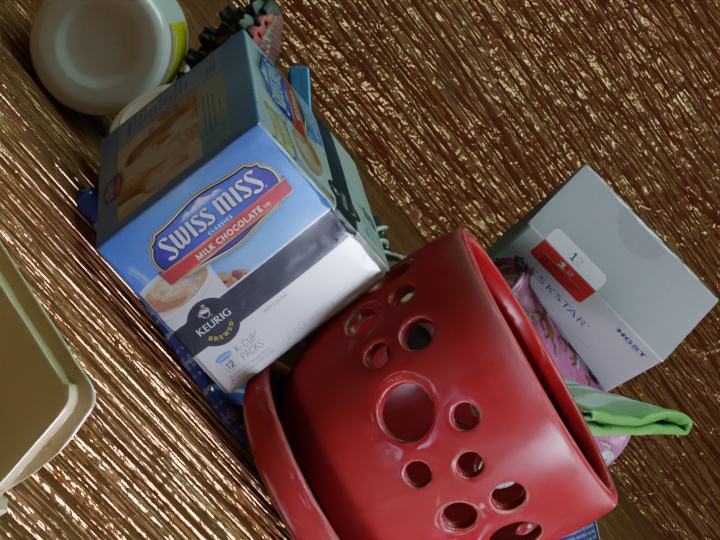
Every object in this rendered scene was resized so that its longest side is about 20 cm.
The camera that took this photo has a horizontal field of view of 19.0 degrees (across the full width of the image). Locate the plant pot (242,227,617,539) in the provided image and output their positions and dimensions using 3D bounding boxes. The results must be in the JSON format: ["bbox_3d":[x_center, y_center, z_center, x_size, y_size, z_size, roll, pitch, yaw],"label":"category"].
[{"bbox_3d":[0.038,0.101,1.343,0.201,0.182,0.201,57,10,-16],"label":"plant pot"}]

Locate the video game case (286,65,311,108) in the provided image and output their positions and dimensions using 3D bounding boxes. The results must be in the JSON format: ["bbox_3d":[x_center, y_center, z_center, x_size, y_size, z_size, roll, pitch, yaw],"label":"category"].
[{"bbox_3d":[-0.054,-0.052,1.691,0.200,0.018,0.144,107,-19,-67],"label":"video game case"}]

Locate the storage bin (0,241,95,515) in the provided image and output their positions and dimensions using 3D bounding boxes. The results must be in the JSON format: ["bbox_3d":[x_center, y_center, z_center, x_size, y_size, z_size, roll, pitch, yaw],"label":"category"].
[{"bbox_3d":[-0.193,-0.010,0.667,0.199,0.094,0.200,55,6,14],"label":"storage bin"}]

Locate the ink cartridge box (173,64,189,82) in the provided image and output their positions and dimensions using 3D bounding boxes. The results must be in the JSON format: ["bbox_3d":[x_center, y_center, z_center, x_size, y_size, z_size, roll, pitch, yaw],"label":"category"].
[{"bbox_3d":[-0.132,-0.087,1.724,0.116,0.067,0.200,52,6,-13],"label":"ink cartridge box"}]

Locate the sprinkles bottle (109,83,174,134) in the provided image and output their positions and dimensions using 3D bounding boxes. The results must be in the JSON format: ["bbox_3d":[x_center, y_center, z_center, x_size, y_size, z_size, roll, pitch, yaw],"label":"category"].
[{"bbox_3d":[-0.104,-0.038,1.542,0.200,0.068,0.068,58,2,-32],"label":"sprinkles bottle"}]

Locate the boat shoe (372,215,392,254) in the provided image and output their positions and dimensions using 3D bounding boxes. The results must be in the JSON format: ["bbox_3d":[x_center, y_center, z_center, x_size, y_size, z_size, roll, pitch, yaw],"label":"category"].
[{"bbox_3d":[0.000,0.000,1.625,0.200,0.074,0.093,171,-79,-70],"label":"boat shoe"}]

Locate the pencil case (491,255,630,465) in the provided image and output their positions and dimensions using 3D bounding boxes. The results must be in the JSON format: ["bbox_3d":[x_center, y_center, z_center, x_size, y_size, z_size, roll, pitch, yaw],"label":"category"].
[{"bbox_3d":[0.144,0.080,1.744,0.200,0.086,0.083,55,-10,-25],"label":"pencil case"}]

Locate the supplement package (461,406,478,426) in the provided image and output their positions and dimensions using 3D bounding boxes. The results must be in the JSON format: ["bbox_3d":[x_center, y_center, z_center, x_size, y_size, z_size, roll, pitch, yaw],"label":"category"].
[{"bbox_3d":[0.073,0.149,1.754,0.114,0.109,0.200,55,6,16],"label":"supplement package"}]

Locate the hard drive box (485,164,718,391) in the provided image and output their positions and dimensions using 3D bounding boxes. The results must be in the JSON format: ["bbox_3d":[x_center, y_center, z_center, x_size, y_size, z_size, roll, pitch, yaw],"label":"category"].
[{"bbox_3d":[0.184,0.016,1.782,0.156,0.077,0.200,46,-21,1],"label":"hard drive box"}]

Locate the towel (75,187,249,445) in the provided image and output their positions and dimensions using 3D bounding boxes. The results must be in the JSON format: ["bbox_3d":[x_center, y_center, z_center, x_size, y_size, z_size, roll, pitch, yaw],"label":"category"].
[{"bbox_3d":[-0.110,0.031,1.424,0.200,0.024,0.145,55,7,11],"label":"towel"}]

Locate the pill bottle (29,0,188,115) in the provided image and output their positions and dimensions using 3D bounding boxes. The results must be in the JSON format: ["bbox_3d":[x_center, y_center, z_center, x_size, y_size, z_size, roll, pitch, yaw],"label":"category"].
[{"bbox_3d":[-0.186,-0.175,1.634,0.104,0.104,0.200,53,6,-5],"label":"pill bottle"}]

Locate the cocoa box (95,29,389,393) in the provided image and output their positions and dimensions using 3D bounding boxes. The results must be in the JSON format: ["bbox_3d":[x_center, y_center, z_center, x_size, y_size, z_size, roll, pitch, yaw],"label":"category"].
[{"bbox_3d":[-0.081,-0.043,1.375,0.131,0.133,0.200,50,10,-21],"label":"cocoa box"}]

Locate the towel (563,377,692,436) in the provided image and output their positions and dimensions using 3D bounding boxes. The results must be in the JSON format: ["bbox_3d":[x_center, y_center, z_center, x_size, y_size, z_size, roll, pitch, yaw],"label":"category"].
[{"bbox_3d":[0.125,0.082,1.570,0.199,0.031,0.149,16,8,38],"label":"towel"}]

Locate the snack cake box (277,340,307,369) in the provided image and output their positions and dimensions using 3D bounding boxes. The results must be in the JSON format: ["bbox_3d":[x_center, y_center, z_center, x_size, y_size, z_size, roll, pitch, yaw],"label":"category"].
[{"bbox_3d":[0.004,0.133,1.522,0.200,0.067,0.115,58,6,35],"label":"snack cake box"}]

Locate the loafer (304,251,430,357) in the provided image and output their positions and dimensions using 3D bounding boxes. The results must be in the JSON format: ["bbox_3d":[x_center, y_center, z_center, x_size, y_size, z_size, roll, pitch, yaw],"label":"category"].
[{"bbox_3d":[0.020,0.022,1.492,0.199,0.076,0.068,23,37,14],"label":"loafer"}]

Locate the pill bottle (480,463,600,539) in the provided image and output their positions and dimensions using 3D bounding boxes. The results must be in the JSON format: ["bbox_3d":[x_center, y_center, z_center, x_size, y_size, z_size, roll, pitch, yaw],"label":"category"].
[{"bbox_3d":[0.123,0.210,1.581,0.111,0.110,0.201,-7,84,-83],"label":"pill bottle"}]

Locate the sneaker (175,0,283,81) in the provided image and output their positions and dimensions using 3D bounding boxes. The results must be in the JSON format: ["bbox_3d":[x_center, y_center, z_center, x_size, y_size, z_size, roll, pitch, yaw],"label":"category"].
[{"bbox_3d":[-0.096,-0.115,1.633,0.098,0.201,0.071,35,-28,-29],"label":"sneaker"}]
